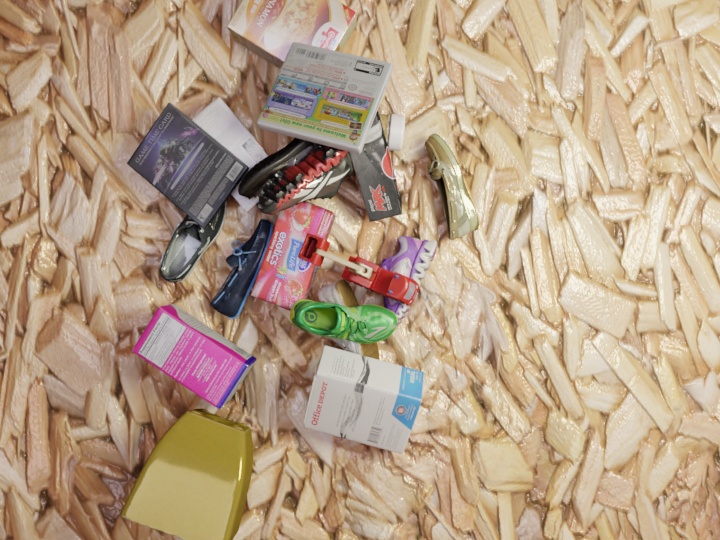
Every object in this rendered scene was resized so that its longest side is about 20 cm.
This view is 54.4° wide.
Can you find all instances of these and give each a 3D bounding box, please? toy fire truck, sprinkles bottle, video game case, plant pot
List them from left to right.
[{"bbox_3d":[-0.325,-0.197,1.317,0.199,0.019,0.143,39,97,8],"label":"video game case"},{"bbox_3d":[-0.294,0.368,1.292,0.193,0.194,0.203,18,81,0],"label":"plant pot"},{"bbox_3d":[-0.062,-0.310,1.247,0.197,0.022,0.184,16,71,13],"label":"video game case"},{"bbox_3d":[-0.015,-0.274,1.344,0.197,0.068,0.069,7,90,0],"label":"sprinkles bottle"},{"bbox_3d":[0.000,0.000,1.262,0.198,0.141,0.049,22,86,22],"label":"toy fire truck"}]

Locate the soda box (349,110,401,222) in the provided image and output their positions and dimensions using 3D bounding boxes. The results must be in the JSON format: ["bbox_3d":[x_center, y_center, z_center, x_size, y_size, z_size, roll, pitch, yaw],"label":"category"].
[{"bbox_3d":[0.023,-0.198,1.306,0.070,0.064,0.202,-13,115,10],"label":"soda box"}]

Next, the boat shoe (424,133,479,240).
[{"bbox_3d":[0.163,-0.161,1.345,0.062,0.073,0.203,-23,97,-5],"label":"boat shoe"}]

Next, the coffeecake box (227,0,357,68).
[{"bbox_3d":[-0.128,-0.468,1.341,0.198,0.073,0.155,31,89,-1],"label":"coffeecake box"}]

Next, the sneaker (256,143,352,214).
[{"bbox_3d":[-0.092,-0.154,1.259,0.200,0.098,0.071,-39,45,-8],"label":"sneaker"}]

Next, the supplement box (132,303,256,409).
[{"bbox_3d":[-0.312,0.159,1.328,0.199,0.101,0.104,34,91,1],"label":"supplement box"}]

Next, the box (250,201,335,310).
[{"bbox_3d":[-0.125,-0.031,1.331,0.098,0.095,0.203,20,90,-1],"label":"box"}]

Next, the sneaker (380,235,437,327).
[{"bbox_3d":[0.072,0.020,1.345,0.088,0.081,0.202,25,85,7],"label":"sneaker"}]

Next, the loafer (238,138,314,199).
[{"bbox_3d":[-0.136,-0.186,1.296,0.199,0.073,0.072,-34,113,2],"label":"loafer"}]

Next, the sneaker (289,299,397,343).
[{"bbox_3d":[-0.029,0.096,1.260,0.197,0.084,0.075,5,94,-9],"label":"sneaker"}]

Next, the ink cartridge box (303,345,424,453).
[{"bbox_3d":[0.005,0.241,1.308,0.197,0.084,0.147,15,124,0],"label":"ink cartridge box"}]

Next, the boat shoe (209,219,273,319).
[{"bbox_3d":[-0.228,-0.008,1.336,0.068,0.084,0.202,23,88,-12],"label":"boat shoe"}]

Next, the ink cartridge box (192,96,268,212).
[{"bbox_3d":[-0.244,-0.220,1.354,0.109,0.050,0.200,-41,91,0],"label":"ink cartridge box"}]

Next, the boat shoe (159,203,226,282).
[{"bbox_3d":[-0.320,-0.066,1.348,0.075,0.060,0.202,24,90,0],"label":"boat shoe"}]

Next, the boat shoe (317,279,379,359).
[{"bbox_3d":[-0.024,0.118,1.351,0.069,0.071,0.202,-18,98,26],"label":"boat shoe"}]
